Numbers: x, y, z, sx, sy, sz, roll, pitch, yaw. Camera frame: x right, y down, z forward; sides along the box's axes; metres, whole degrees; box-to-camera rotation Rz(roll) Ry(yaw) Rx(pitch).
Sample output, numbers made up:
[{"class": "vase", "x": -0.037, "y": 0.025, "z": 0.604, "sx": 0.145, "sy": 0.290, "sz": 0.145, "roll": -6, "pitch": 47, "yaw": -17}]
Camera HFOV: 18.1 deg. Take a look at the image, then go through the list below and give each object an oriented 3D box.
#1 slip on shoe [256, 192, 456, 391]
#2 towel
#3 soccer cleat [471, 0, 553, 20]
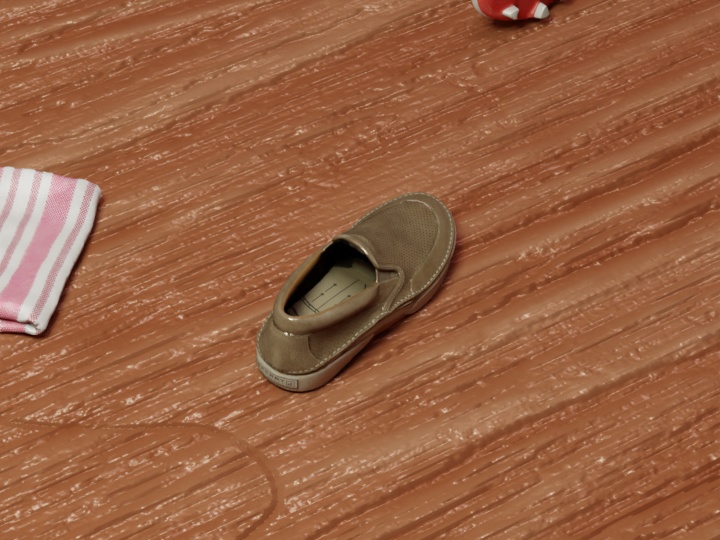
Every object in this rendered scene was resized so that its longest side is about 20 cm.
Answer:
[{"class": "slip on shoe", "x": 0.000, "y": 0.000, "z": 1.521, "sx": 0.076, "sy": 0.061, "sz": 0.200, "roll": 30, "pitch": 49, "yaw": 24}, {"class": "towel", "x": -0.290, "y": -0.026, "z": 1.550, "sx": 0.200, "sy": 0.030, "sz": 0.146, "roll": 9, "pitch": 45, "yaw": 5}, {"class": "soccer cleat", "x": 0.138, "y": -0.255, "z": 1.800, "sx": 0.085, "sy": 0.069, "sz": 0.200, "roll": 25, "pitch": 44, "yaw": 32}]
